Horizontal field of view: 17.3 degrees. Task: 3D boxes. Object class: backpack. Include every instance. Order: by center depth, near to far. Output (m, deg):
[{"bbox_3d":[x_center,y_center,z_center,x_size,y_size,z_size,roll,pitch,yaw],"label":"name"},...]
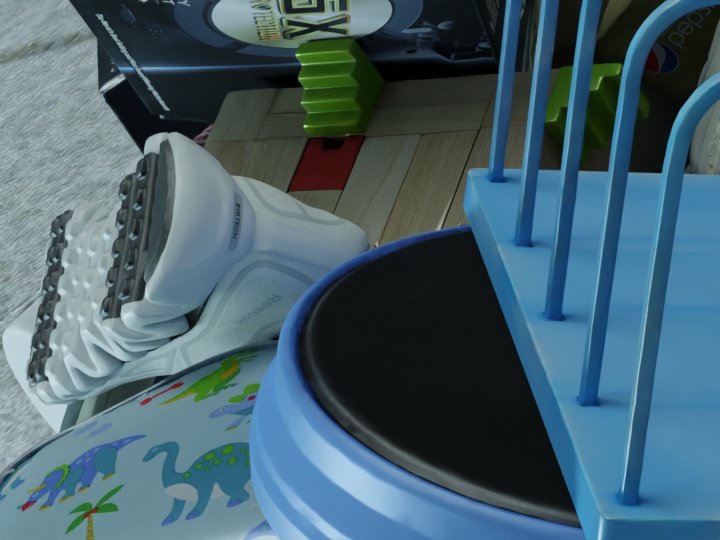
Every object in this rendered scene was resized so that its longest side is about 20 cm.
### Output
[{"bbox_3d":[-0.035,0.110,0.729,0.183,0.147,0.200,-26,18,6],"label":"backpack"}]

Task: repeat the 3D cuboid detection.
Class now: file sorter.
[{"bbox_3d":[0.115,-0.028,0.602,0.138,0.123,0.200,2,25,-8],"label":"file sorter"}]

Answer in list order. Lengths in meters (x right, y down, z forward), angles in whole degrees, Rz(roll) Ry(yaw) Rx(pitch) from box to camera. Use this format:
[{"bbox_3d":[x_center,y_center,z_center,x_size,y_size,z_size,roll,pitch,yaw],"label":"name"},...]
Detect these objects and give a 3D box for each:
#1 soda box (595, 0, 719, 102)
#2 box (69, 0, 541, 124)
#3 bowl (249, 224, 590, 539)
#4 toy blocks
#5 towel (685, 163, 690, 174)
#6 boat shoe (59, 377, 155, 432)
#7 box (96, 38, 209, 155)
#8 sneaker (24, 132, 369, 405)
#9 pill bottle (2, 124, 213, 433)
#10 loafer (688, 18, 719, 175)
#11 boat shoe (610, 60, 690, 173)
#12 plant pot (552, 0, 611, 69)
[{"bbox_3d":[0.159,-0.162,0.949,0.068,0.064,0.200,-52,14,57],"label":"soda box"},{"bbox_3d":[-0.021,-0.125,0.885,0.163,0.200,0.086,6,72,14],"label":"box"},{"bbox_3d":[0.071,0.040,0.638,0.200,0.039,0.201,4,25,-2],"label":"bowl"},{"bbox_3d":[0.000,0.000,0.855,0.200,0.100,0.137,-1,55,35],"label":"toy blocks"},{"bbox_3d":[0.149,-0.006,0.863,0.200,0.035,0.132,-41,24,-18],"label":"towel"},{"bbox_3d":[-0.109,0.112,0.862,0.062,0.073,0.200,-14,50,26],"label":"boat shoe"},{"bbox_3d":[-0.052,-0.124,1.261,0.148,0.107,0.200,-31,22,6],"label":"box"},{"bbox_3d":[-0.062,0.010,0.801,0.200,0.081,0.075,159,120,-66],"label":"sneaker"},{"bbox_3d":[-0.047,-0.002,1.004,0.200,0.114,0.114,-42,25,-22],"label":"pill bottle"},{"bbox_3d":[0.166,-0.112,0.829,0.070,0.070,0.200,-117,51,-76],"label":"loafer"},{"bbox_3d":[0.090,-0.040,0.957,0.063,0.073,0.200,4,47,50],"label":"boat shoe"},{"bbox_3d":[0.099,-0.120,1.073,0.201,0.093,0.201,-27,22,12],"label":"plant pot"}]
